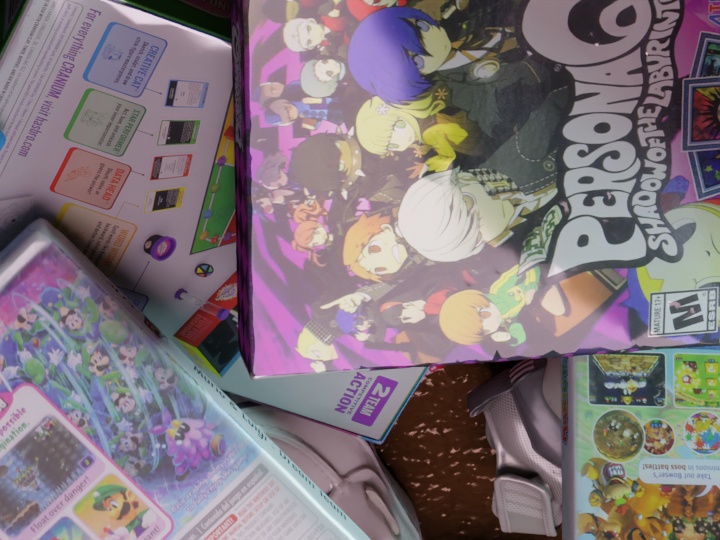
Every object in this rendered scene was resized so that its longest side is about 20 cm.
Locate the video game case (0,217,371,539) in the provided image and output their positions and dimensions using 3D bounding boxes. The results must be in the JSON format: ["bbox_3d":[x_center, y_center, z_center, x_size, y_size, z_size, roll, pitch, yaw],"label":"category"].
[{"bbox_3d":[-0.122,0.112,1.082,0.200,0.024,0.182,-43,103,7],"label":"video game case"}]

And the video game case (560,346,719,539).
[{"bbox_3d":[0.144,0.034,1.106,0.143,0.200,0.018,2,170,-12],"label":"video game case"}]

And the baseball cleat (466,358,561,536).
[{"bbox_3d":[0.122,0.093,1.256,0.106,0.070,0.200,-27,124,28],"label":"baseball cleat"}]

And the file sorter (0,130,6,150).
[{"bbox_3d":[-0.247,-0.008,1.007,0.200,0.123,0.139,-36,111,28],"label":"file sorter"}]

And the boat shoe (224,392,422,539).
[{"bbox_3d":[-0.021,0.103,1.210,0.072,0.066,0.200,-19,148,7],"label":"boat shoe"}]

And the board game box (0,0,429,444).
[{"bbox_3d":[-0.050,-0.029,1.080,0.200,0.040,0.153,19,126,-18],"label":"board game box"}]

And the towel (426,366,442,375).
[{"bbox_3d":[0.000,0.000,1.160,0.200,0.023,0.145,-25,136,17],"label":"towel"}]

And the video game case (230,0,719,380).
[{"bbox_3d":[0.046,-0.066,1.018,0.181,0.036,0.200,-3,110,-9],"label":"video game case"}]
